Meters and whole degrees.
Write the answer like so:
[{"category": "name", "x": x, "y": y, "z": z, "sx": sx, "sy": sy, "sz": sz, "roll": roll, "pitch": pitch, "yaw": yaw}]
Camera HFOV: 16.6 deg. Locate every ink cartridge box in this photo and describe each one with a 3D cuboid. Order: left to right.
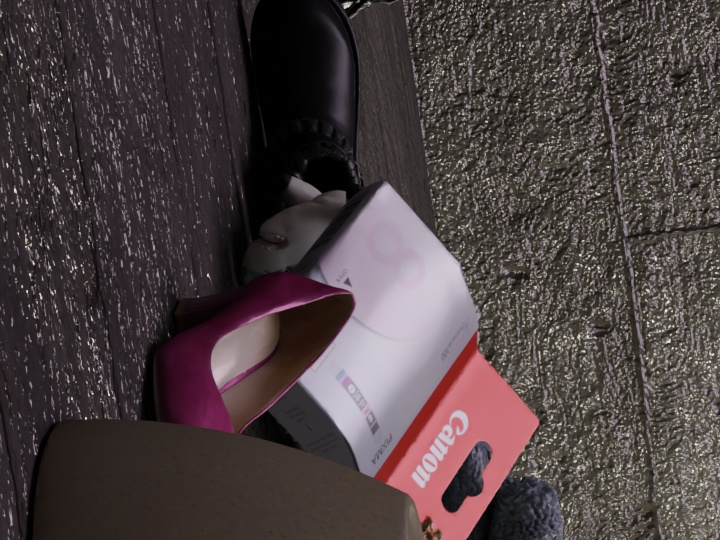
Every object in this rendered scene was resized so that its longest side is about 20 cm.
[{"category": "ink cartridge box", "x": 0.029, "y": 0.068, "z": 1.545, "sx": 0.200, "sy": 0.057, "sz": 0.163, "roll": 45, "pitch": 51, "yaw": -10}]

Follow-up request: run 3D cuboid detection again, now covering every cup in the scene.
[{"category": "cup", "x": -0.042, "y": 0.153, "z": 1.026, "sx": 0.200, "sy": 0.143, "sz": 0.201, "roll": -8, "pitch": 90, "yaw": -84}]

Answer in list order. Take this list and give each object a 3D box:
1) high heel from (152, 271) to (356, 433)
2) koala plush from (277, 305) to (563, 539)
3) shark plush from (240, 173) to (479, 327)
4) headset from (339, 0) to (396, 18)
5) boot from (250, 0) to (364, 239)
[{"category": "high heel", "x": -0.053, "y": 0.056, "z": 1.290, "sx": 0.200, "sy": 0.096, "sz": 0.067, "roll": -81, "pitch": 163, "yaw": -72}, {"category": "koala plush", "x": 0.022, "y": 0.116, "z": 1.680, "sx": 0.200, "sy": 0.177, "sz": 0.184, "roll": 74, "pitch": -11, "yaw": -48}, {"category": "shark plush", "x": 0.000, "y": 0.000, "z": 1.672, "sx": 0.200, "sy": 0.091, "sz": 0.083, "roll": 29, "pitch": 78, "yaw": -51}, {"category": "headset", "x": -0.040, "y": -0.273, "z": 1.912, "sx": 0.124, "sy": 0.094, "sz": 0.200, "roll": -91, "pitch": 160, "yaw": -47}, {"category": "boot", "x": -0.038, "y": -0.099, "z": 1.754, "sx": 0.158, "sy": 0.079, "sz": 0.212, "roll": -67, "pitch": 149, "yaw": -79}]
